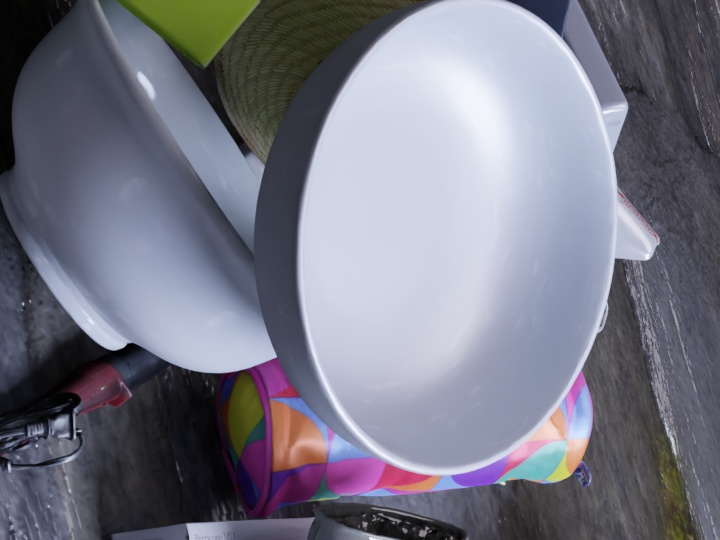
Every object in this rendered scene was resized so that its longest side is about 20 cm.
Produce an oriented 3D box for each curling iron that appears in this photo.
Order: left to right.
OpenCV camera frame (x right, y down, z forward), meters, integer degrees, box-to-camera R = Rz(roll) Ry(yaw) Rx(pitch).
[{"bbox_3d":[-0.114,0.054,0.947,0.200,0.049,0.026,-31,117,-63],"label":"curling iron"}]

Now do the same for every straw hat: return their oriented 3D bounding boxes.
[{"bbox_3d":[0.004,-0.050,0.958,0.201,0.200,0.085,55,44,-32],"label":"straw hat"}]

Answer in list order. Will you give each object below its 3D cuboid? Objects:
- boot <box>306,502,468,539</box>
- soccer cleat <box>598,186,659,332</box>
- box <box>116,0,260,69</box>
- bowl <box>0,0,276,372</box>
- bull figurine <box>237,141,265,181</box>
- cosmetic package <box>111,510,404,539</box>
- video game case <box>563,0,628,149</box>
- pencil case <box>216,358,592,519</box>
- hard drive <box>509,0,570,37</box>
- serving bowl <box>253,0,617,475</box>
[{"bbox_3d":[0.008,0.217,0.985,0.182,0.072,0.201,19,84,-56],"label":"boot"},{"bbox_3d":[0.094,0.021,1.171,0.085,0.200,0.069,38,37,2],"label":"soccer cleat"},{"bbox_3d":[-0.136,-0.179,0.893,0.200,0.048,0.122,39,10,-19],"label":"box"},{"bbox_3d":[-0.100,-0.027,0.921,0.201,0.090,0.201,57,4,-6],"label":"bowl"},{"bbox_3d":[0.000,0.000,1.107,0.065,0.121,0.201,-89,161,-66],"label":"bull figurine"},{"bbox_3d":[-0.042,0.165,1.012,0.200,0.050,0.083,9,74,-58],"label":"cosmetic package"},{"bbox_3d":[0.097,-0.110,1.229,0.182,0.023,0.200,102,-27,-52],"label":"video game case"},{"bbox_3d":[0.025,0.080,1.050,0.199,0.088,0.089,-1,76,-25],"label":"pencil case"},{"bbox_3d":[0.082,-0.123,1.063,0.135,0.042,0.201,-86,-175,-68],"label":"hard drive"},{"bbox_3d":[0.024,-0.017,0.863,0.200,0.066,0.201,-8,102,-46],"label":"serving bowl"}]
